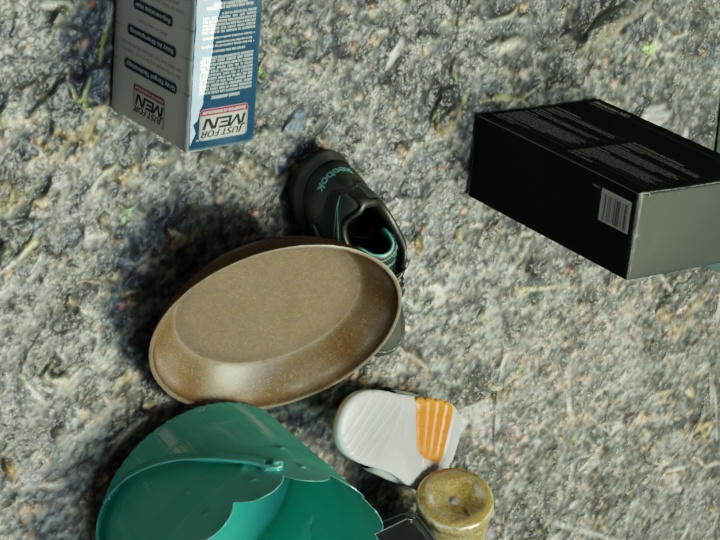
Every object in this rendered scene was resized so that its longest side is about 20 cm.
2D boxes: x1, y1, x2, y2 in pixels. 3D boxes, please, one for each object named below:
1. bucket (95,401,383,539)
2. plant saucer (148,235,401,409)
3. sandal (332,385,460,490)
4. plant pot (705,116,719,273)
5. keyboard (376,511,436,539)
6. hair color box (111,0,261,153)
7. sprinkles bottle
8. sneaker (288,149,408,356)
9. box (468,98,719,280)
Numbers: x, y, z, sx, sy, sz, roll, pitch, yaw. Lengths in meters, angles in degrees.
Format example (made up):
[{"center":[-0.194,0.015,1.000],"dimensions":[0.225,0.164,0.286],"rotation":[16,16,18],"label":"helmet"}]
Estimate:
[{"center":[-0.098,0.211,1.651],"dimensions":[0.206,0.135,0.208],"rotation":[-19,128,-26],"label":"bucket"},{"center":[-0.068,0.034,1.626],"dimensions":[0.199,0.037,0.201],"rotation":[-13,145,-10],"label":"plant saucer"},{"center":[0.019,0.130,1.773],"dimensions":[0.206,0.059,0.080],"rotation":[29,79,-57],"label":"sandal"},{"center":[0.457,-0.075,1.942],"dimensions":[0.195,0.200,0.198],"rotation":[-14,119,-33],"label":"plant pot"},{"center":[0.031,0.283,1.796],"dimensions":[0.126,0.021,0.200],"rotation":[-26,128,9],"label":"keyboard"},{"center":[-0.118,-0.194,1.473],"dimensions":[0.060,0.100,0.201],"rotation":[-12,119,-36],"label":"hair color box"},{"center":[0.071,0.256,1.837],"dimensions":[0.068,0.068,0.201],"rotation":[-26,144,-27],"label":"sprinkles bottle"},{"center":[0.000,0.000,1.683],"dimensions":[0.075,0.079,0.201],"rotation":[-39,133,-20],"label":"sneaker"},{"center":[0.204,-0.069,1.733],"dimensions":[0.140,0.200,0.079],"rotation":[-12,118,-34],"label":"box"}]
